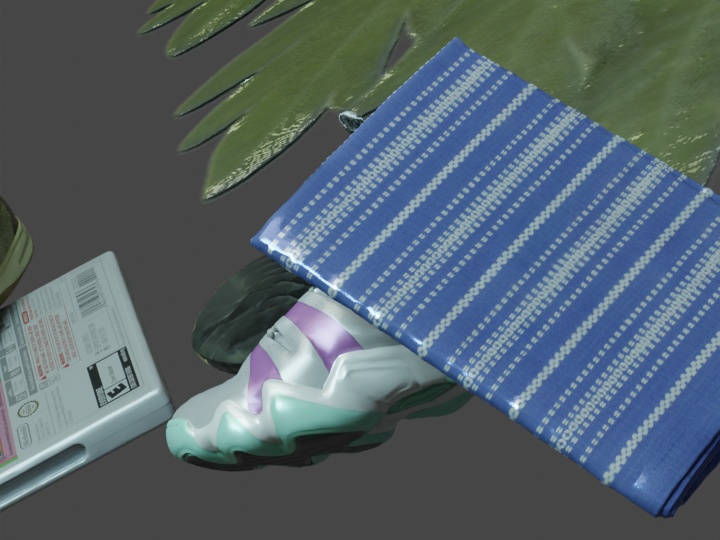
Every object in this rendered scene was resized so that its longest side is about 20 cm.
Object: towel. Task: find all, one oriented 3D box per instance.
[{"bbox_3d":[0.077,0.000,0.921,0.200,0.024,0.145,34,56,16],"label":"towel"}]

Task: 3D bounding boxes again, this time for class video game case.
[{"bbox_3d":[-0.192,0.072,1.198,0.182,0.022,0.200,-28,25,-2],"label":"video game case"}]

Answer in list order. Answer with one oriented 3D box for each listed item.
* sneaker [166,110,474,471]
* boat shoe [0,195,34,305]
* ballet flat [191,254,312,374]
[{"bbox_3d":[0.000,0.000,0.992,0.199,0.140,0.078,-18,-15,5],"label":"sneaker"},{"bbox_3d":[-0.235,0.014,1.249,0.073,0.065,0.200,-18,27,17],"label":"boat shoe"},{"bbox_3d":[-0.007,0.022,1.093,0.199,0.057,0.067,-10,56,43],"label":"ballet flat"}]
